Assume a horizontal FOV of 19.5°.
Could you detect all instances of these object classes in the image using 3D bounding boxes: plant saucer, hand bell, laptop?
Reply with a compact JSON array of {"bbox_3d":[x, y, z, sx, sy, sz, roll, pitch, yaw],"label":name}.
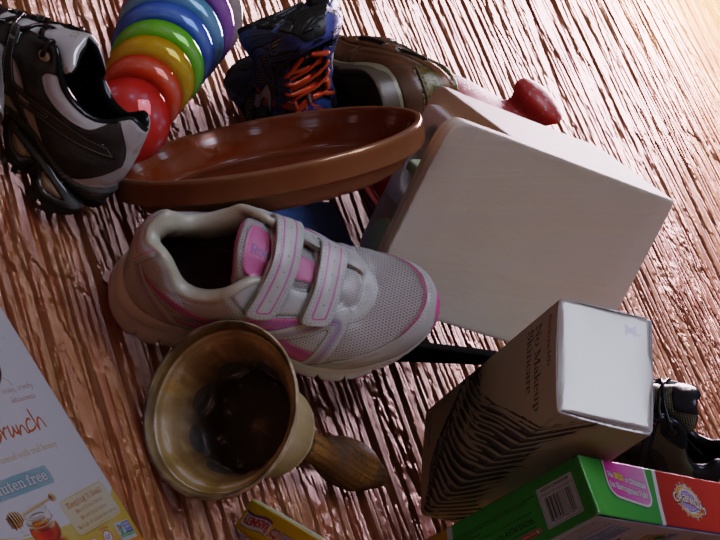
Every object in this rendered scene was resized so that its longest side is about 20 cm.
[{"bbox_3d":[-0.057,-0.067,1.324,0.200,0.199,0.033,-37,119,-63],"label":"plant saucer"},{"bbox_3d":[-0.034,0.105,1.275,0.200,0.104,0.105,29,33,-57],"label":"hand bell"},{"bbox_3d":[0.000,0.000,1.404,0.187,0.199,0.117,8,84,-53],"label":"laptop"}]

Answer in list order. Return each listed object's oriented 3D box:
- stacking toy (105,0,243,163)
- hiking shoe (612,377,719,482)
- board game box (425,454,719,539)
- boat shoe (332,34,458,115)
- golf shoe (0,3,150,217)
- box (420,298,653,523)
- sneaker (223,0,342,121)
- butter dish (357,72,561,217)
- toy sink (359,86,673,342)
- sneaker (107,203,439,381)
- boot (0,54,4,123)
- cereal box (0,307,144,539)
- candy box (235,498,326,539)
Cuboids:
[{"bbox_3d":[-0.137,-0.135,1.377,0.085,0.085,0.200,44,28,-15],"label":"stacking toy"},{"bbox_3d":[0.208,0.103,1.606,0.200,0.101,0.076,40,29,-23],"label":"hiking shoe"},{"bbox_3d":[0.143,0.180,1.360,0.200,0.153,0.041,16,49,-50],"label":"board game box"},{"bbox_3d":[0.001,-0.134,1.516,0.068,0.072,0.200,-17,24,-23],"label":"boat shoe"},{"bbox_3d":[-0.203,-0.133,1.268,0.200,0.094,0.078,49,29,-3],"label":"golf shoe"},{"bbox_3d":[0.109,0.096,1.338,0.068,0.200,0.083,13,60,-18],"label":"box"},{"bbox_3d":[-0.041,-0.132,1.445,0.079,0.075,0.200,63,-12,7],"label":"sneaker"},{"bbox_3d":[0.089,-0.079,1.561,0.199,0.148,0.200,34,16,-30],"label":"butter dish"},{"bbox_3d":[0.083,-0.037,1.402,0.199,0.131,0.112,16,17,-35],"label":"toy sink"},{"bbox_3d":[-0.050,0.010,1.238,0.199,0.088,0.082,4,66,-5],"label":"sneaker"},{"bbox_3d":[-0.292,-0.177,1.208,0.181,0.073,0.201,2,73,-7],"label":"boot"},{"bbox_3d":[-0.209,0.078,1.064,0.201,0.039,0.144,57,28,9],"label":"cereal box"},{"bbox_3d":[0.023,0.203,1.229,0.200,0.026,0.102,38,-7,-24],"label":"candy box"}]
